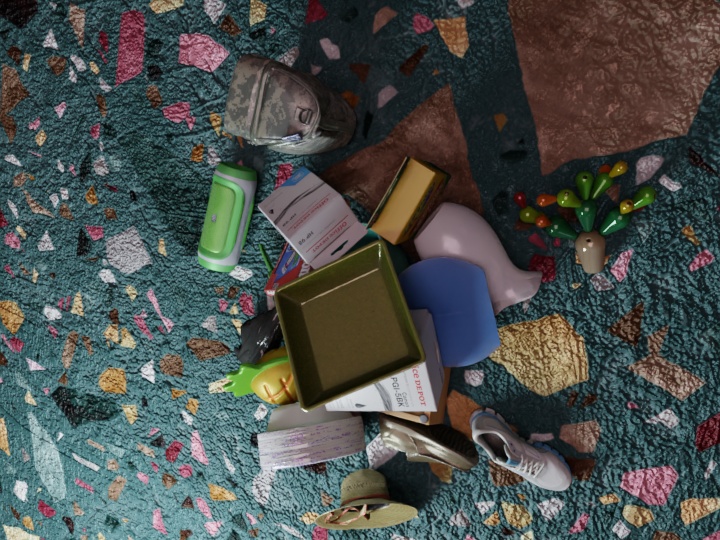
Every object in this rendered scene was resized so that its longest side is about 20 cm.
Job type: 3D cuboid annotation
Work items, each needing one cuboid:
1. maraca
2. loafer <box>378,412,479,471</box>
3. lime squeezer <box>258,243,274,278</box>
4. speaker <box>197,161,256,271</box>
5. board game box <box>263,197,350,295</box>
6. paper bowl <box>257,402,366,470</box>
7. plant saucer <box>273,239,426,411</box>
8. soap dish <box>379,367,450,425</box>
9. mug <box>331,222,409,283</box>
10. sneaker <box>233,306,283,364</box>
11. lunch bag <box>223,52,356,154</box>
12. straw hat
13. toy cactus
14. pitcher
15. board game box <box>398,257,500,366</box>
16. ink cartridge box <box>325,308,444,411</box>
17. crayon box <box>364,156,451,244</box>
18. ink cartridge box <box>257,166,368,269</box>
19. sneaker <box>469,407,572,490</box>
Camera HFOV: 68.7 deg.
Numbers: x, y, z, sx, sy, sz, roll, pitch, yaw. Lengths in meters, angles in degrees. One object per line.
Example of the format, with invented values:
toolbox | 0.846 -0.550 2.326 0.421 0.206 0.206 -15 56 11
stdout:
maraca | -0.160 0.202 1.007 0.138 0.197 0.108 114 146 -43
loafer | 0.123 0.322 0.979 0.198 0.076 0.068 20 106 25
lime squeezer | -0.142 0.004 0.967 0.199 0.037 0.072 20 110 45
speaker | -0.261 -0.104 1.032 0.087 0.088 0.203 21 105 15
board game box | -0.091 -0.044 0.932 0.102 0.202 0.020 -4 141 32
paper bowl | -0.092 0.299 0.982 0.198 0.200 0.106 -16 73 21
plant saucer | -0.017 0.084 0.792 0.198 0.048 0.202 -24 64 12
soap dish | 0.063 0.190 0.970 0.197 0.081 0.160 10 102 18
mug | 0.009 -0.002 0.933 0.151 0.114 0.187 -35 47 23
sneaker | -0.194 0.117 1.055 0.090 0.076 0.201 39 106 18
lunch bag | -0.109 -0.267 0.890 0.166 0.200 0.141 21 106 16
straw hat | 0.008 0.436 1.025 0.199 0.201 0.086 -24 48 21
toy cactus | 0.353 -0.079 0.832 0.197 0.103 0.167 -11 114 18
pitcher | 0.175 -0.002 0.889 0.199 0.121 0.172 39 123 -3
board game box | 0.139 0.064 0.865 0.156 0.039 0.203 -10 112 22
ink cartridge box | 0.026 0.151 0.866 0.197 0.083 0.149 -6 119 21
crayon box | 0.081 -0.112 0.848 0.050 0.200 0.128 33 107 11
ink cartridge box | -0.085 -0.092 0.904 0.116 0.067 0.200 -42 40 -5
sneaker | 0.274 0.327 0.918 0.198 0.087 0.076 30 106 11
